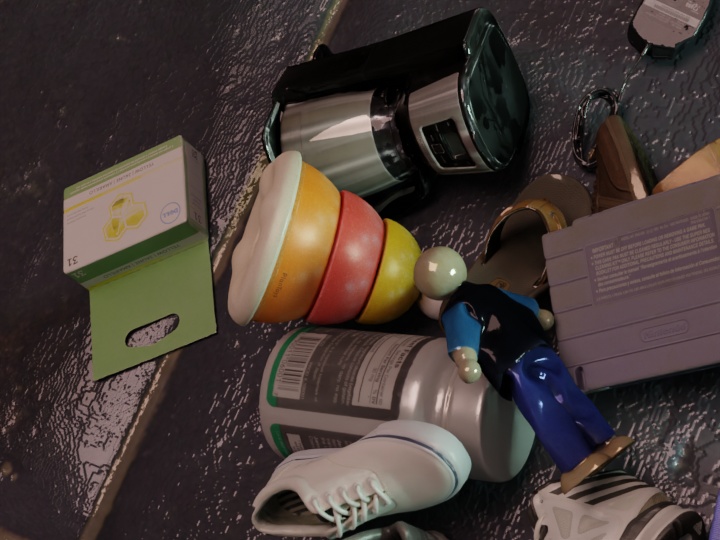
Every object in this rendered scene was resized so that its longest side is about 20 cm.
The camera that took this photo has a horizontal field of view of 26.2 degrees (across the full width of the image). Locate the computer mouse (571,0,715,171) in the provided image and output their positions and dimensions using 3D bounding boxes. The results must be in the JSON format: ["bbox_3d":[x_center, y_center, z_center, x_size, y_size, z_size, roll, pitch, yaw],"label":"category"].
[{"bbox_3d":[0.234,-0.170,1.284,0.058,0.034,0.201,33,90,23],"label":"computer mouse"}]

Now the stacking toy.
[{"bbox_3d":[0.000,0.000,1.260,0.146,0.198,0.147,-161,90,-79],"label":"stacking toy"}]

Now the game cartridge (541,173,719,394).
[{"bbox_3d":[0.220,0.010,1.106,0.199,0.038,0.131,-17,72,45],"label":"game cartridge"}]

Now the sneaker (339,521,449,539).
[{"bbox_3d":[-0.022,0.259,1.157,0.200,0.115,0.075,-49,52,0],"label":"sneaker"}]

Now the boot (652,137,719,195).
[{"bbox_3d":[0.333,-0.028,1.101,0.188,0.068,0.201,-33,60,15],"label":"boot"}]

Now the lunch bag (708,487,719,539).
[{"bbox_3d":[0.309,0.198,0.975,0.169,0.128,0.201,7,60,34],"label":"lunch bag"}]

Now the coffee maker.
[{"bbox_3d":[0.034,-0.150,1.328,0.198,0.135,0.194,-13,59,26],"label":"coffee maker"}]

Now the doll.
[{"bbox_3d":[0.107,0.062,1.107,0.201,0.136,0.048,53,125,14],"label":"doll"}]

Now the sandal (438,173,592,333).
[{"bbox_3d":[0.124,-0.019,1.213,0.081,0.055,0.200,22,48,29],"label":"sandal"}]

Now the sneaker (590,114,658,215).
[{"bbox_3d":[0.199,-0.030,1.200,0.075,0.070,0.201,-23,55,19],"label":"sneaker"}]

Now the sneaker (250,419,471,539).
[{"bbox_3d":[-0.002,0.166,1.144,0.199,0.073,0.071,-23,20,45],"label":"sneaker"}]

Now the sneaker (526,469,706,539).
[{"bbox_3d":[0.145,0.229,1.108,0.201,0.076,0.115,-47,41,-8],"label":"sneaker"}]

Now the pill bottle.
[{"bbox_3d":[0.029,0.106,1.208,0.199,0.113,0.114,4,68,33],"label":"pill bottle"}]

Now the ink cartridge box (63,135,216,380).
[{"bbox_3d":[-0.212,-0.013,1.468,0.145,0.048,0.201,-22,54,21],"label":"ink cartridge box"}]
